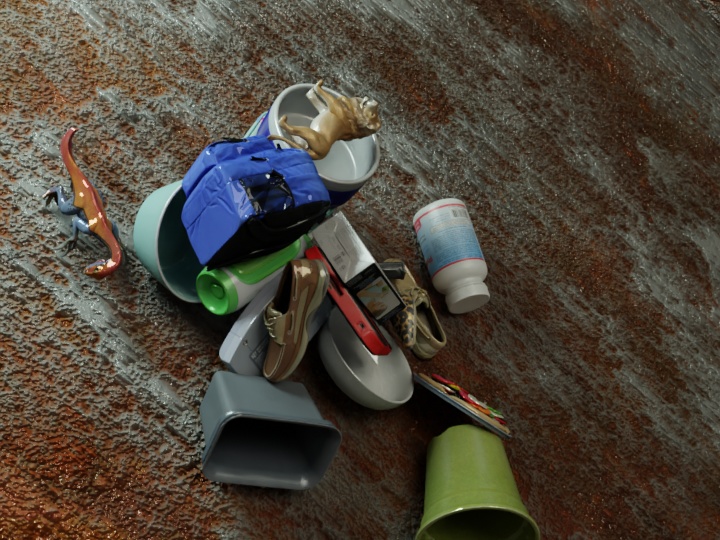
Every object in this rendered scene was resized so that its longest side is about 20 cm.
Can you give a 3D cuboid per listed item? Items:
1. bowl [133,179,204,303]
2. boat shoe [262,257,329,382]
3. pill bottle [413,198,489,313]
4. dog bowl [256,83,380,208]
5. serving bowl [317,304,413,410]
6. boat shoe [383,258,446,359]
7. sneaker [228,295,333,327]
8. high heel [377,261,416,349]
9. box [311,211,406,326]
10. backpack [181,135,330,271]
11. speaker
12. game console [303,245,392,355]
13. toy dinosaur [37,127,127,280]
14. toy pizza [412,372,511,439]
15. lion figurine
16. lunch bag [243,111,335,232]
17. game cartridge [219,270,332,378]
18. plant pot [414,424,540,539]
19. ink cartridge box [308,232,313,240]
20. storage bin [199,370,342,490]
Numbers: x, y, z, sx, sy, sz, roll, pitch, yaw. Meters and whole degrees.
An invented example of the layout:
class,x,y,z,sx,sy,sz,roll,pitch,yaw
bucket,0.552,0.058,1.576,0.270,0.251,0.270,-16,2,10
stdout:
class,x,y,z,sx,sy,sz,roll,pitch,yaw
bowl,-0.280,-0.057,1.650,0.200,0.104,0.203,-19,114,-50
boat shoe,-0.114,0.071,1.577,0.071,0.202,0.076,13,13,-33
pill bottle,0.177,-0.026,1.990,0.108,0.109,0.202,1,61,-35
dog bowl,-0.070,-0.205,1.726,0.198,0.079,0.202,19,50,-25
serving bowl,-0.002,0.155,1.753,0.199,0.066,0.201,38,26,-22
boat shoe,0.100,0.059,1.908,0.072,0.065,0.202,-6,65,-38
sneaker,-0.135,0.065,1.730,0.199,0.078,0.076,-14,88,-38
high heel,0.021,0.063,1.824,0.141,0.072,0.201,-1,46,-11
box,0.000,0.000,1.719,0.117,0.060,0.200,56,1,29
backpack,-0.151,-0.115,1.568,0.199,0.162,0.169,-14,77,-41
speaker,-0.166,-0.006,1.656,0.089,0.088,0.200,51,46,4
game console,-0.019,0.053,1.702,0.031,0.177,0.201,-34,81,1
toy dinosaur,-0.416,-0.078,1.576,0.104,0.202,0.181,-26,46,-28
toy pizza,0.178,0.222,1.788,0.199,0.200,0.032,33,88,-13
lion figurine,-0.056,-0.223,1.656,0.123,0.072,0.200,47,58,-9
lunch bag,-0.117,-0.167,1.777,0.199,0.077,0.161,35,45,-10
game cartridge,-0.132,0.090,1.641,0.040,0.134,0.200,26,67,35
plant pot,0.178,0.362,1.698,0.199,0.201,0.185,21,39,-23
ink cartridge box,-0.137,-0.113,1.838,0.146,0.083,0.201,38,47,-8
storage bin,-0.150,0.239,1.576,0.198,0.147,0.135,12,28,-29
